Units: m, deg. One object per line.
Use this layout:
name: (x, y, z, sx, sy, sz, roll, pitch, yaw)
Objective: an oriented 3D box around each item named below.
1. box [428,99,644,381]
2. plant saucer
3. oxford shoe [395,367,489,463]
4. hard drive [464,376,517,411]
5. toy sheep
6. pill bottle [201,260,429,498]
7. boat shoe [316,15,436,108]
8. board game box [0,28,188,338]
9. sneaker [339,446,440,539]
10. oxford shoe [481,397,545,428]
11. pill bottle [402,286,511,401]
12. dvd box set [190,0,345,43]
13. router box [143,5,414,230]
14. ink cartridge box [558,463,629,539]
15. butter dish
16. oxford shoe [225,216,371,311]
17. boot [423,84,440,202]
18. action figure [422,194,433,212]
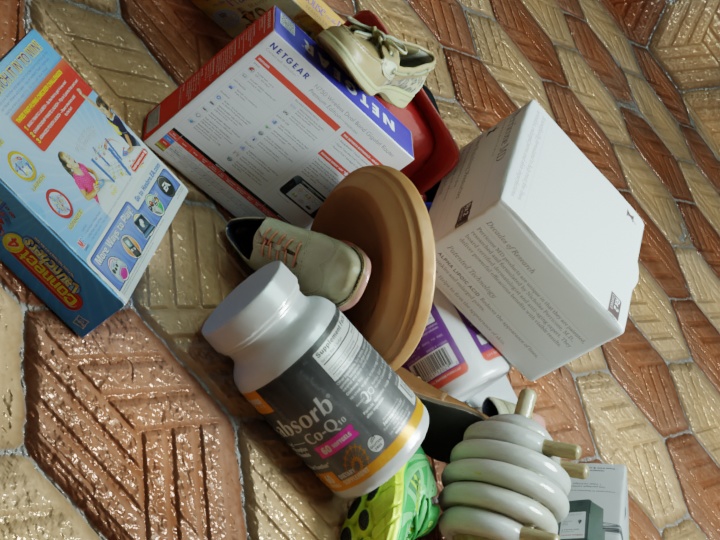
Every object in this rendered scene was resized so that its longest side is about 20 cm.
box: (0.180, -0.032, 1.480, 0.200, 0.131, 0.199, 45, 36, -17)
plant saucer: (0.000, 0.000, 1.329, 0.037, 0.200, 0.201, 2, 55, -33)
oxford shoe: (0.064, 0.134, 1.411, 0.199, 0.071, 0.071, 27, 29, -22)
hard drive: (0.106, 0.073, 1.634, 0.132, 0.027, 0.201, 6, 55, -58)
toy sheep: (0.141, 0.207, 1.346, 0.138, 0.138, 0.201, 39, 57, -30)
pill bottle: (-0.041, 0.096, 1.254, 0.200, 0.116, 0.116, 48, 27, -13)
boat shoe: (0.017, -0.210, 1.370, 0.073, 0.063, 0.200, 50, 13, 13)
board game box: (-0.250, -0.076, 1.164, 0.196, 0.056, 0.200, 47, 27, -17)
sneaker: (0.038, 0.217, 1.292, 0.084, 0.074, 0.200, 45, 27, -12)
oxford shoe: (0.142, 0.214, 1.479, 0.074, 0.071, 0.200, 31, 34, -11)
pill bottle: (0.067, 0.044, 1.503, 0.111, 0.111, 0.201, -6, 65, -61)
dvd box set: (-0.095, -0.281, 1.584, 0.200, 0.146, 0.029, 40, 62, -31)
router box: (-0.078, -0.129, 1.380, 0.200, 0.179, 0.049, 40, 28, -30)
ink cartridge box: (0.226, 0.310, 1.428, 0.200, 0.084, 0.147, -66, 152, -60)
butter dish: (-0.028, -0.142, 1.522, 0.148, 0.200, 0.200, -30, 87, -40)
oxford shoe: (-0.063, -0.009, 1.316, 0.074, 0.071, 0.200, 25, -6, -34)
boot: (0.110, -0.118, 1.683, 0.168, 0.076, 0.201, 42, -20, 37)
action figure: (0.053, -0.078, 1.628, 0.099, 0.065, 0.200, 40, -1, -22)
